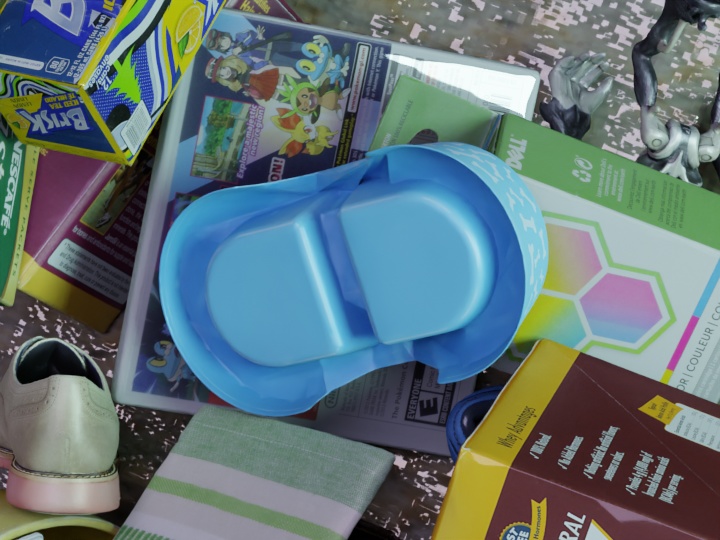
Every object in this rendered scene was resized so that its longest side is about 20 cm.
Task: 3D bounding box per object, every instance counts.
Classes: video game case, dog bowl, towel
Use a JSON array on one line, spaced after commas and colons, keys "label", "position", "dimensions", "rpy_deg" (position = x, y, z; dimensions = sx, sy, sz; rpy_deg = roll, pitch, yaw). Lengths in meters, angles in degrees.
[{"label": "video game case", "position": [-0.018, -0.018, 1.388], "dimensions": [0.181, 0.023, 0.201], "rpy_deg": [10, 98, -14]}, {"label": "dog bowl", "position": [0.000, 0.000, 1.304], "dimensions": [0.199, 0.050, 0.112], "rpy_deg": [-13, 99, 34]}, {"label": "towel", "position": [-0.079, 0.158, 1.295], "dimensions": [0.152, 0.023, 0.200], "rpy_deg": [11, 64, 51]}]

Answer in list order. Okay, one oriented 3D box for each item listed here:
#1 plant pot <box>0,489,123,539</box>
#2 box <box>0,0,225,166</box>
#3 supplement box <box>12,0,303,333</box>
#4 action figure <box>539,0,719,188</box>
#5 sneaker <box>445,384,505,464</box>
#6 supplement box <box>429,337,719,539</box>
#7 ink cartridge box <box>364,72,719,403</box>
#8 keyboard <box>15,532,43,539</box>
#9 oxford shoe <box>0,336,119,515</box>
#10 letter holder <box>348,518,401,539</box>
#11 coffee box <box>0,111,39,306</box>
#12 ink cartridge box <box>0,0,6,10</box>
[{"label": "plant pot", "position": [-0.215, 0.186, 1.395], "dimensions": [0.142, 0.200, 0.201], "rpy_deg": [27, 86, 38]}, {"label": "box", "position": [-0.102, -0.150, 1.328], "dimensions": [0.070, 0.064, 0.201], "rpy_deg": [12, 60, 29]}, {"label": "supplement box", "position": [-0.130, -0.084, 1.445], "dimensions": [0.103, 0.131, 0.200], "rpy_deg": [37, 89, 20]}, {"label": "action figure", "position": [0.150, -0.064, 1.382], "dimensions": [0.118, 0.102, 0.201], "rpy_deg": [20, 125, -8]}, {"label": "sneaker", "position": [0.136, 0.105, 1.356], "dimensions": [0.199, 0.078, 0.066], "rpy_deg": [17, 81, 9]}, {"label": "supplement box", "position": [0.134, 0.145, 1.230], "dimensions": [0.199, 0.197, 0.133], "rpy_deg": [20, 106, 8]}, {"label": "ink cartridge box", "position": [0.090, -0.005, 1.334], "dimensions": [0.199, 0.059, 0.104], "rpy_deg": [21, 121, -3]}, {"label": "keyboard", "position": [-0.179, 0.221, 1.337], "dimensions": [0.011, 0.056, 0.201], "rpy_deg": [30, 123, 43]}, {"label": "oxford shoe", "position": [-0.150, 0.067, 1.392], "dimensions": [0.070, 0.200, 0.074], "rpy_deg": [2, 98, -16]}, {"label": "letter holder", "position": [-0.035, 0.223, 1.348], "dimensions": [0.101, 0.142, 0.200], "rpy_deg": [43, 91, 19]}, {"label": "coffee box", "position": [-0.202, -0.061, 1.287], "dimensions": [0.044, 0.200, 0.124], "rpy_deg": [6, 78, 15]}, {"label": "ink cartridge box", "position": [-0.202, -0.182, 1.434], "dimensions": [0.076, 0.200, 0.148], "rpy_deg": [38, 71, -20]}]
